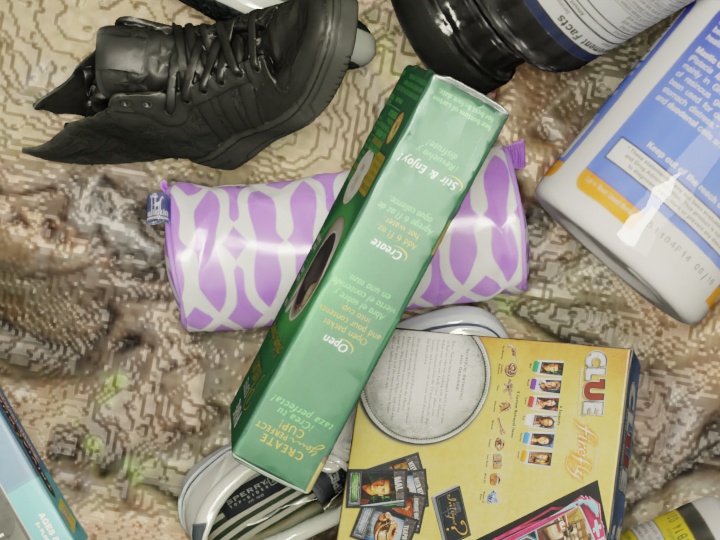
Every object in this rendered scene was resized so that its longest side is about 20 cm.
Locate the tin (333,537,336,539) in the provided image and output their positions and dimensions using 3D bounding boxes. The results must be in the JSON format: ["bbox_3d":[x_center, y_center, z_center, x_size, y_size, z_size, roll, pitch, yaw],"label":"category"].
[{"bbox_3d":[0.020,0.165,1.171,0.200,0.112,0.042,-42,116,-1],"label":"tin"}]

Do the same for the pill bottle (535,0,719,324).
[{"bbox_3d":[0.192,-0.081,1.173,0.112,0.112,0.200,41,90,0],"label":"pill bottle"}]

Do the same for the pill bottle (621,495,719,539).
[{"bbox_3d":[0.116,0.204,1.171,0.199,0.111,0.112,-24,90,-1],"label":"pill bottle"}]

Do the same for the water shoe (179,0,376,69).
[{"bbox_3d":[-0.072,-0.176,1.195,0.199,0.072,0.079,27,85,-1],"label":"water shoe"}]

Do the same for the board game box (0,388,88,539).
[{"bbox_3d":[-0.269,0.128,1.204,0.199,0.047,0.151,-30,90,0],"label":"board game box"}]

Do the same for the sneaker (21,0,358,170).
[{"bbox_3d":[-0.088,-0.097,1.152,0.104,0.200,0.060,15,64,-24],"label":"sneaker"}]

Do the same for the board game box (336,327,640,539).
[{"bbox_3d":[0.057,0.132,1.103,0.135,0.035,0.201,5,74,16],"label":"board game box"}]

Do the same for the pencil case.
[{"bbox_3d":[-0.008,-0.018,1.192,0.199,0.084,0.086,-4,46,0],"label":"pencil case"}]

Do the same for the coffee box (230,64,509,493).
[{"bbox_3d":[0.000,0.000,1.090,0.044,0.123,0.201,27,93,-8],"label":"coffee box"}]

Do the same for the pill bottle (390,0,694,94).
[{"bbox_3d":[0.117,-0.170,1.149,0.200,0.112,0.112,-29,89,25],"label":"pill bottle"}]

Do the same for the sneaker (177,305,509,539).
[{"bbox_3d":[-0.003,0.094,1.184,0.200,0.071,0.073,-35,113,5],"label":"sneaker"}]
